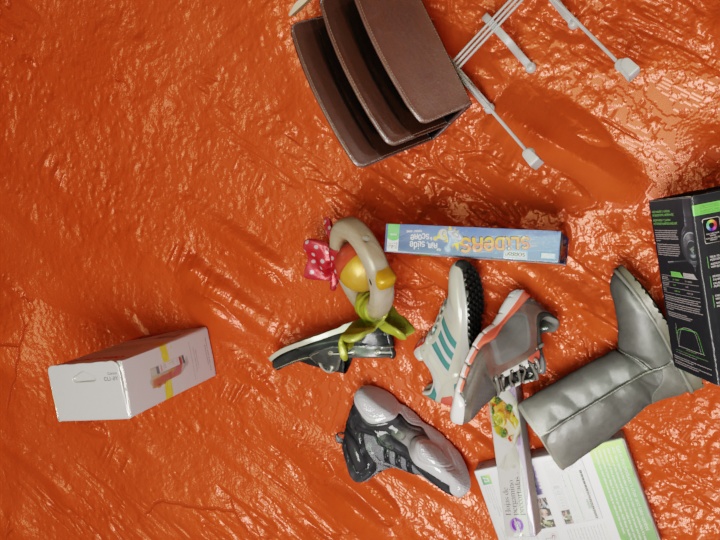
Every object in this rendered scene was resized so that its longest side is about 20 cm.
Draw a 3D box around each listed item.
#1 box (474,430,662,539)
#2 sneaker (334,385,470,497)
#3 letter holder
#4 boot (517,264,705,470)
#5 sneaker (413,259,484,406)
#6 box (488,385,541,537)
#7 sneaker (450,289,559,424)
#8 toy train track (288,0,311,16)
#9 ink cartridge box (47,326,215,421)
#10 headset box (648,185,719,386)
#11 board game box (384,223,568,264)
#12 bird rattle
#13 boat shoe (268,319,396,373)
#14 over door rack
[{"bbox_3d":[0.262,0.299,0.815,0.198,0.036,0.147,-20,89,25],"label":"box"},{"bbox_3d":[0.052,0.260,0.879,0.199,0.075,0.115,38,111,20],"label":"sneaker"},{"bbox_3d":[0.017,-0.247,0.768,0.202,0.141,0.100,64,157,3],"label":"letter holder"},{"bbox_3d":[0.276,0.117,0.757,0.198,0.072,0.184,-31,84,21],"label":"boot"},{"bbox_3d":[0.109,0.085,0.821,0.092,0.070,0.203,3,110,26],"label":"sneaker"},{"bbox_3d":[0.192,0.225,0.801,0.038,0.041,0.204,-11,77,26],"label":"box"},{"bbox_3d":[0.175,0.105,0.743,0.081,0.200,0.078,28,148,21],"label":"sneaker"},{"bbox_3d":[-0.037,-0.358,0.760,0.114,0.200,0.033,-33,103,24],"label":"toy train track"},{"bbox_3d":[-0.338,0.154,0.957,0.143,0.199,0.085,-8,94,23],"label":"ink cartridge box"},{"bbox_3d":[0.409,-0.005,0.649,0.171,0.093,0.204,-10,93,0],"label":"headset box"},{"bbox_3d":[0.143,-0.031,0.763,0.197,0.135,0.035,4,91,23],"label":"board game box"},{"bbox_3d":[0.000,0.000,0.808,0.164,0.111,0.202,107,146,-56],"label":"bird rattle"},{"bbox_3d":[-0.043,0.116,0.897,0.197,0.072,0.069,-18,87,22],"label":"boat shoe"},{"bbox_3d":[0.204,-0.230,0.739,0.148,0.066,0.201,-44,59,22],"label":"over door rack"}]
